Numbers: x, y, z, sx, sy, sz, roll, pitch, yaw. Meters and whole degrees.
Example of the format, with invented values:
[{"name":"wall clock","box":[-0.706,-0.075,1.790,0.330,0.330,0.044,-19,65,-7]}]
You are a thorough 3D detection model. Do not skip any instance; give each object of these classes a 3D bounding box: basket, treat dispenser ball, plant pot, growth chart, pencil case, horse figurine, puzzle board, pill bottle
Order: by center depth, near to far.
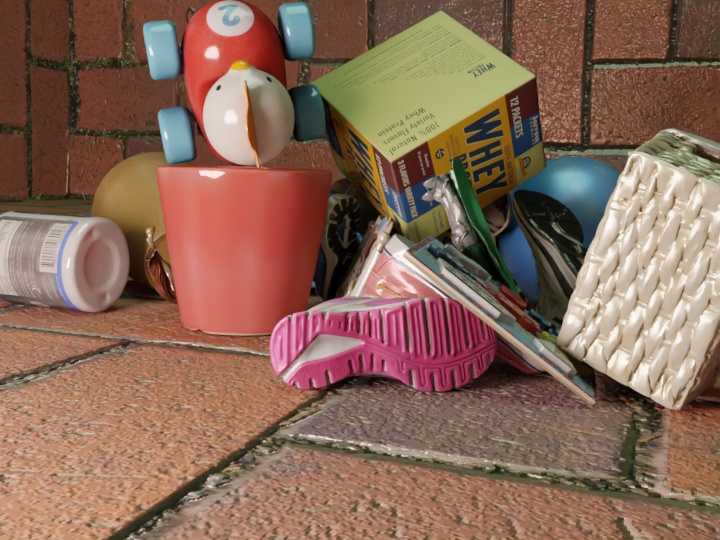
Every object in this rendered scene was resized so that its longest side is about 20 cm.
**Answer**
[{"name":"basket","box":[0.265,0.000,0.776,0.134,0.203,0.123,28,26,25]},{"name":"puzzle board","box":[0.131,0.036,0.825,0.199,0.018,0.151,38,12,6]},{"name":"plant pot","box":[-0.132,-0.027,1.045,0.196,0.181,0.200,2,8,0]},{"name":"growth chart","box":[0.000,0.000,1.072,0.017,0.147,0.200,24,7,-6]},{"name":"pill bottle","box":[-0.395,-0.014,1.135,0.197,0.116,0.113,5,8,24]},{"name":"horse figurine","box":[-0.200,-0.006,1.179,0.049,0.135,0.199,-9,9,40]},{"name":"treat dispenser ball","box":[0.277,-0.047,1.218,0.197,0.205,0.201,2,7,0]},{"name":"pencil case","box":[0.144,-0.104,1.222,0.089,0.078,0.200,36,12,-10]},{"name":"plant pot","box":[-0.271,-0.048,1.294,0.183,0.190,0.200,-1,22,-23]}]

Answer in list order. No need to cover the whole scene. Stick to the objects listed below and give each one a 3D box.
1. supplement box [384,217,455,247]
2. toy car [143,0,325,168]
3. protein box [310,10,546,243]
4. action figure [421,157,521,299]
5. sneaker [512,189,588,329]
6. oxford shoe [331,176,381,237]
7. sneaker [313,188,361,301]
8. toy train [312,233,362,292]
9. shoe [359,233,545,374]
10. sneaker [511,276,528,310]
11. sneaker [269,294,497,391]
[{"name":"supplement box","box":[0.090,-0.023,1.223,0.108,0.110,0.200,28,13,12]},{"name":"toy car","box":[-0.121,-0.183,0.953,0.181,0.180,0.200,-10,22,-10]},{"name":"protein box","box":[0.081,-0.172,1.096,0.197,0.136,0.200,-31,45,-11]},{"name":"action figure","box":[0.124,-0.004,0.945,0.054,0.202,0.118,-25,-15,-2]},{"name":"sneaker","box":[0.205,0.005,1.027,0.074,0.117,0.202,4,39,-25]},{"name":"oxford shoe","box":[0.012,-0.076,1.252,0.057,0.076,0.199,22,-5,30]},{"name":"sneaker","box":[-0.045,-0.040,1.181,0.078,0.202,0.089,-37,59,-27]},{"name":"toy train","box":[-0.052,-0.011,1.349,0.196,0.089,0.114,3,-1,7]},{"name":"shoe","box":[0.085,0.057,0.886,0.199,0.092,0.071,37,11,18]},{"name":"sneaker","box":[0.091,0.039,1.017,0.196,0.082,0.083,5,-10,-16]},{"name":"sneaker","box":[0.021,0.056,0.811,0.196,0.083,0.088,2,8,-3]}]
